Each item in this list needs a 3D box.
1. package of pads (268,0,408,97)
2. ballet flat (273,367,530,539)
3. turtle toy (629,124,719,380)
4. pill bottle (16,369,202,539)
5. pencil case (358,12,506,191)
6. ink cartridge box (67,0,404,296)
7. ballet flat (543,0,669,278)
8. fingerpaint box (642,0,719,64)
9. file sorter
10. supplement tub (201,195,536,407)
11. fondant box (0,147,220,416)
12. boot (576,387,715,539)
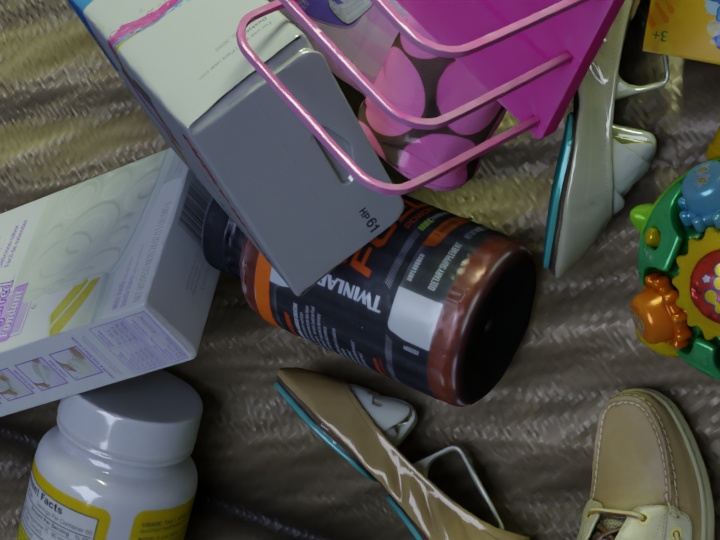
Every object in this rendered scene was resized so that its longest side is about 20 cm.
[{"bbox_3d":[-0.020,-0.203,1.013,0.199,0.075,0.121,38,118,20],"label":"package of pads"},{"bbox_3d":[0.029,0.122,1.055,0.063,0.069,0.200,-43,77,-1],"label":"ballet flat"},{"bbox_3d":[0.228,0.012,0.887,0.199,0.101,0.147,28,111,24],"label":"turtle toy"},{"bbox_3d":[-0.176,0.172,1.142,0.113,0.114,0.202,25,109,25],"label":"pill bottle"},{"bbox_3d":[0.072,-0.147,0.914,0.090,0.094,0.201,28,117,-3],"label":"pencil case"},{"bbox_3d":[-0.076,-0.101,0.951,0.084,0.145,0.200,-38,43,-6],"label":"ink cartridge box"},{"bbox_3d":[0.142,-0.093,0.947,0.069,0.069,0.203,9,101,29],"label":"ballet flat"},{"bbox_3d":[0.260,-0.179,0.854,0.198,0.073,0.169,16,105,28],"label":"fingerpaint box"},{"bbox_3d":[0.039,-0.154,0.761,0.139,0.125,0.201,47,142,19],"label":"file sorter"},{"bbox_3d":[0.000,0.000,1.016,0.198,0.107,0.108,22,108,25],"label":"supplement tub"},{"bbox_3d":[-0.183,0.008,1.105,0.198,0.145,0.058,-18,132,32],"label":"fondant box"},{"bbox_3d":[0.125,0.164,0.927,0.072,0.154,0.203,-6,81,46],"label":"boot"}]
